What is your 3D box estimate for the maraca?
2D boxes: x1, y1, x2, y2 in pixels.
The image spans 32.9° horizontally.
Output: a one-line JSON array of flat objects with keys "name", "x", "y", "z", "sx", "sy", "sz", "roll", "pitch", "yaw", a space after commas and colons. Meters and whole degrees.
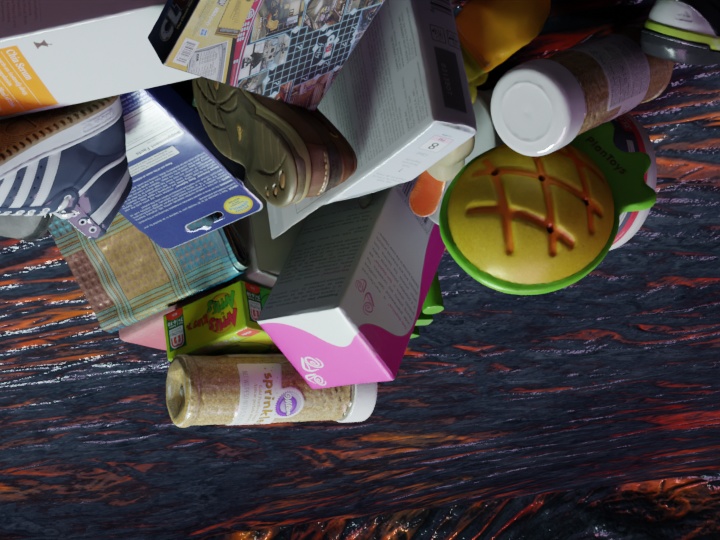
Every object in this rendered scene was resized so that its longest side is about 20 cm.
[{"name": "maraca", "x": 0.154, "y": -0.057, "z": 0.996, "sx": 0.199, "sy": 0.137, "sz": 0.107, "roll": -35, "pitch": 161, "yaw": -23}]

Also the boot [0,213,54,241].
[{"name": "boot", "x": -0.350, "y": -0.063, "z": 1.039, "sx": 0.131, "sy": 0.071, "sz": 0.199, "roll": 9, "pitch": 166, "yaw": -39}]

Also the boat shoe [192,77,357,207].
[{"name": "boat shoe", "x": -0.071, "y": -0.118, "z": 0.927, "sx": 0.067, "sy": 0.200, "sz": 0.073, "roll": -12, "pitch": 132, "yaw": -29}]

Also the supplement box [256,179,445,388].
[{"name": "supplement box", "x": 0.000, "y": 0.000, "z": 1.143, "sx": 0.102, "sy": 0.201, "sz": 0.102, "roll": -11, "pitch": 130, "yaw": 35}]

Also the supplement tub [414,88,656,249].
[{"name": "supplement tub", "x": 0.164, "y": -0.093, "z": 1.138, "sx": 0.198, "sy": 0.142, "sz": 0.140, "roll": 5, "pitch": 154, "yaw": -33}]

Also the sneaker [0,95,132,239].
[{"name": "sneaker", "x": -0.263, "y": -0.061, "z": 0.934, "sx": 0.199, "sy": 0.070, "sz": 0.109, "roll": -29, "pitch": 136, "yaw": -24}]

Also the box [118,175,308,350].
[{"name": "box", "x": -0.145, "y": -0.012, "z": 1.224, "sx": 0.199, "sy": 0.129, "sz": 0.108, "roll": -25, "pitch": 154, "yaw": 32}]

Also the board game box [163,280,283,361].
[{"name": "board game box", "x": -0.089, "y": 0.067, "z": 1.204, "sx": 0.101, "sy": 0.048, "sz": 0.199, "roll": -23, "pitch": 156, "yaw": 29}]

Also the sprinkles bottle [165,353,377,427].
[{"name": "sprinkles bottle", "x": -0.083, "y": 0.113, "z": 1.160, "sx": 0.198, "sy": 0.069, "sz": 0.068, "roll": 2, "pitch": 156, "yaw": -29}]

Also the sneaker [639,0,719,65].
[{"name": "sneaker", "x": 0.299, "y": -0.215, "z": 0.990, "sx": 0.071, "sy": 0.084, "sz": 0.199, "roll": 23, "pitch": -155, "yaw": 35}]

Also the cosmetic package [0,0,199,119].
[{"name": "cosmetic package", "x": -0.198, "y": -0.177, "z": 0.871, "sx": 0.197, "sy": 0.072, "sz": 0.102, "roll": -12, "pitch": 158, "yaw": 4}]

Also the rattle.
[{"name": "rattle", "x": 0.087, "y": -0.148, "z": 1.035, "sx": 0.143, "sy": 0.130, "sz": 0.201, "roll": -47, "pitch": 147, "yaw": -18}]

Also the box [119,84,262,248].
[{"name": "box", "x": -0.184, "y": -0.100, "z": 1.037, "sx": 0.120, "sy": 0.033, "sz": 0.200, "roll": -21, "pitch": 134, "yaw": 26}]

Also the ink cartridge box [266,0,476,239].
[{"name": "ink cartridge box", "x": -0.004, "y": -0.134, "z": 0.935, "sx": 0.057, "sy": 0.164, "sz": 0.200, "roll": 8, "pitch": 152, "yaw": -35}]

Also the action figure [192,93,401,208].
[{"name": "action figure", "x": -0.069, "y": -0.115, "z": 1.071, "sx": 0.199, "sy": 0.055, "sz": 0.118, "roll": 29, "pitch": 171, "yaw": -39}]

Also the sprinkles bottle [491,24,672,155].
[{"name": "sprinkles bottle", "x": 0.182, "y": -0.149, "z": 0.979, "sx": 0.068, "sy": 0.069, "sz": 0.199, "roll": -31, "pitch": 178, "yaw": 42}]

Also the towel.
[{"name": "towel", "x": -0.207, "y": -0.032, "z": 1.150, "sx": 0.199, "sy": 0.148, "sz": 0.022, "roll": -23, "pitch": -171, "yaw": 32}]

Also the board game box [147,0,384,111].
[{"name": "board game box", "x": -0.035, "y": -0.208, "z": 0.801, "sx": 0.135, "sy": 0.035, "sz": 0.201, "roll": 11, "pitch": 124, "yaw": -43}]

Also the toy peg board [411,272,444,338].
[{"name": "toy peg board", "x": -0.003, "y": 0.027, "z": 1.424, "sx": 0.197, "sy": 0.099, "sz": 0.200, "roll": -2, "pitch": 157, "yaw": -20}]
